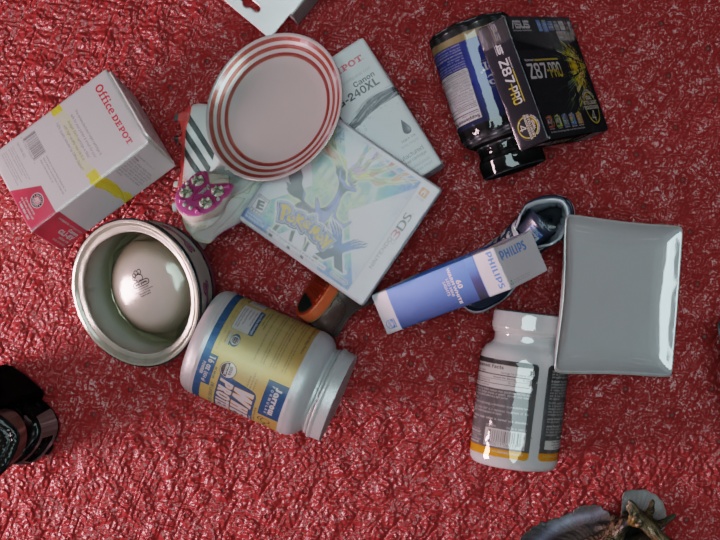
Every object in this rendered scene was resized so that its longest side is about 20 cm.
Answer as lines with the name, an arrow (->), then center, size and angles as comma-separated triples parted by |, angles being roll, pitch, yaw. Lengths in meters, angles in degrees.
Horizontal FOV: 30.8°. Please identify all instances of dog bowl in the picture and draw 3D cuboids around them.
dog bowl -> -0.281, 0.023, 1.739 | 0.200, 0.074, 0.200 | 6, 104, 24

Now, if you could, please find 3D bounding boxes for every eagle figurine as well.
eagle figurine -> 0.311, 0.375, 1.694 | 0.200, 0.151, 0.152 | -45, 41, 32

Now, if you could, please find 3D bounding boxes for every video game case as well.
video game case -> -0.027, -0.085, 1.684 | 0.200, 0.022, 0.182 | 35, 96, 6

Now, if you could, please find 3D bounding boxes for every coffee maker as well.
coffee maker -> -0.504, 0.184, 1.723 | 0.135, 0.200, 0.192 | -27, 90, 3

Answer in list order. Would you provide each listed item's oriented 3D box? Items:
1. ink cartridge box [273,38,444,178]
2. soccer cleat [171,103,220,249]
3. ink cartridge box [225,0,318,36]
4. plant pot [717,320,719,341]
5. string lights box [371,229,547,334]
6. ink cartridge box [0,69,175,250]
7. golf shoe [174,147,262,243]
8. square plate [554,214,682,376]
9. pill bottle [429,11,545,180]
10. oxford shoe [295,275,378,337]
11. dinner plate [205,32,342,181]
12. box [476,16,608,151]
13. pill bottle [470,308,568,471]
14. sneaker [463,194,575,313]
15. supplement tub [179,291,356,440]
ink cartridge box -> -0.002, -0.185, 1.732 | 0.145, 0.083, 0.200 | -33, 87, 6
soccer cleat -> -0.205, -0.127, 1.763 | 0.085, 0.069, 0.200 | -2, 85, 10
ink cartridge box -> -0.093, -0.416, 1.750 | 0.115, 0.068, 0.200 | 41, 93, 5
plant pot -> 0.550, 0.143, 1.627 | 0.200, 0.201, 0.161 | -3, 101, 6
string lights box -> 0.124, 0.015, 1.664 | 0.200, 0.103, 0.059 | -22, 90, 38
ink cartridge box -> -0.369, -0.147, 1.747 | 0.200, 0.083, 0.145 | -36, 62, 5
golf shoe -> -0.161, -0.112, 1.731 | 0.200, 0.092, 0.075 | -37, 56, -26
square plate -> 0.329, 0.035, 1.684 | 0.198, 0.028, 0.200 | 4, 90, -30
pill bottle -> 0.171, -0.224, 1.701 | 0.112, 0.112, 0.200 | -18, 88, 5
oxford shoe -> 0.000, 0.000, 1.751 | 0.073, 0.071, 0.200 | 41, 88, -26
dinner plate -> -0.109, -0.209, 1.686 | 0.200, 0.024, 0.200 | -7, 73, 25
box -> 0.234, -0.239, 1.655 | 0.049, 0.200, 0.161 | -23, 85, 33
pill bottle -> 0.209, 0.154, 1.695 | 0.116, 0.116, 0.200 | 7, 90, 6
sneaker -> 0.201, -0.025, 1.699 | 0.070, 0.108, 0.200 | 44, 94, 5
supplement tub -> -0.119, 0.127, 1.712 | 0.200, 0.145, 0.145 | 23, 92, 6
